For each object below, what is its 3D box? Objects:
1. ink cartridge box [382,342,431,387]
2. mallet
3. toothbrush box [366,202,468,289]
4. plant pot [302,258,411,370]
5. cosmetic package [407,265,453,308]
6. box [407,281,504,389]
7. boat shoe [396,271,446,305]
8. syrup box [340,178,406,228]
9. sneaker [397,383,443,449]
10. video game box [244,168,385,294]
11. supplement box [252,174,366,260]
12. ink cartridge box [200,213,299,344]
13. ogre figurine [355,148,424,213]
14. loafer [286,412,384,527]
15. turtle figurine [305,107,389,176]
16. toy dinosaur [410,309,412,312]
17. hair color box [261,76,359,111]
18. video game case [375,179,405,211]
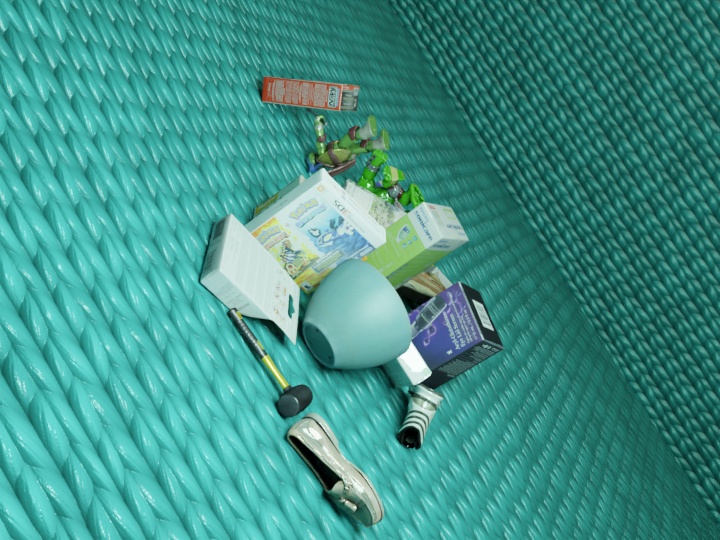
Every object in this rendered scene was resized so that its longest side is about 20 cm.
[{"bbox_3d":[0.050,0.133,1.609,0.201,0.050,0.161,59,-13,3],"label":"ink cartridge box"},{"bbox_3d":[-0.152,0.147,1.310,0.200,0.041,0.066,51,20,-3],"label":"mallet"},{"bbox_3d":[0.097,-0.045,1.663,0.145,0.199,0.087,0,60,-61],"label":"toothbrush box"},{"bbox_3d":[-0.025,0.099,1.467,0.134,0.200,0.201,-32,88,-29],"label":"plant pot"},{"bbox_3d":[0.192,0.078,1.968,0.200,0.085,0.107,46,-15,-23],"label":"cosmetic package"},{"bbox_3d":[0.182,0.143,1.766,0.104,0.199,0.149,24,38,-52],"label":"box"},{"bbox_3d":[0.155,0.038,1.843,0.199,0.075,0.074,29,62,-33],"label":"boat shoe"},{"bbox_3d":[0.028,-0.110,1.834,0.199,0.081,0.079,29,54,-15],"label":"syrup box"},{"bbox_3d":[0.104,0.287,1.607,0.075,0.116,0.201,27,-10,8],"label":"sneaker"},{"bbox_3d":[-0.084,-0.067,1.509,0.182,0.199,0.047,43,28,-28],"label":"video game box"},{"bbox_3d":[-0.096,-0.069,1.584,0.200,0.126,0.074,42,28,-29],"label":"supplement box"},{"bbox_3d":[-0.182,0.022,1.406,0.200,0.047,0.161,49,23,-30],"label":"ink cartridge box"},{"bbox_3d":[0.069,-0.172,1.891,0.199,0.120,0.099,33,50,-23],"label":"ogre figurine"},{"bbox_3d":[-0.044,0.318,1.273,0.201,0.072,0.063,54,39,9],"label":"loafer"},{"bbox_3d":[-0.037,-0.315,1.902,0.145,0.192,0.200,64,30,-26],"label":"turtle figurine"},{"bbox_3d":[0.191,0.146,1.908,0.200,0.102,0.077,52,23,-13],"label":"toy dinosaur"},{"bbox_3d":[-0.115,-0.410,1.908,0.111,0.198,0.065,-25,125,-67],"label":"hair color box"},{"bbox_3d":[0.041,-0.113,1.952,0.200,0.045,0.182,-28,82,-51],"label":"video game case"}]
